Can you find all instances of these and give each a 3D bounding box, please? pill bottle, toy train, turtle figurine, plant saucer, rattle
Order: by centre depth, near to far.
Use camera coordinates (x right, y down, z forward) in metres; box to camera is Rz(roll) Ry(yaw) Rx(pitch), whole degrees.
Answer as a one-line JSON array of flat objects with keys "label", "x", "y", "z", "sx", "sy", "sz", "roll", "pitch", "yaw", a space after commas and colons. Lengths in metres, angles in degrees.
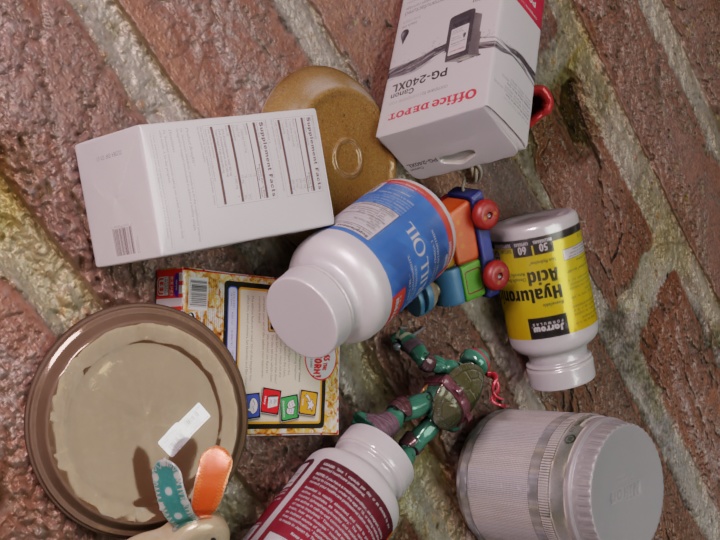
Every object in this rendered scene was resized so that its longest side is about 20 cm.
[{"label": "rattle", "x": -0.146, "y": 0.266, "z": 0.949, "sx": 0.129, "sy": 0.201, "sz": 0.144, "roll": 26, "pitch": 25, "yaw": -22}, {"label": "plant saucer", "x": -0.187, "y": 0.129, "z": 0.998, "sx": 0.197, "sy": 0.029, "sz": 0.204, "roll": 2, "pitch": 86, "yaw": -24}, {"label": "pill bottle", "x": 0.000, "y": 0.000, "z": 1.114, "sx": 0.200, "sy": 0.111, "sz": 0.114, "roll": -40, "pitch": 114, "yaw": -45}, {"label": "pill bottle", "x": -0.034, "y": 0.249, "z": 1.124, "sx": 0.200, "sy": 0.112, "sz": 0.114, "roll": -48, "pitch": 118, "yaw": -34}, {"label": "plant saucer", "x": -0.023, "y": -0.115, "z": 1.211, "sx": 0.198, "sy": 0.035, "sz": 0.204, "roll": 4, "pitch": 84, "yaw": -44}, {"label": "turtle figurine", "x": 0.079, "y": 0.132, "z": 1.256, "sx": 0.200, "sy": 0.100, "sz": 0.151, "roll": -41, "pitch": 115, "yaw": -31}, {"label": "toy train", "x": 0.086, "y": -0.055, "z": 1.278, "sx": 0.114, "sy": 0.084, "sz": 0.203, "roll": -22, "pitch": 109, "yaw": -29}, {"label": "pill bottle", "x": 0.224, "y": 0.035, "z": 1.386, "sx": 0.110, "sy": 0.110, "sz": 0.204, "roll": -21, "pitch": 101, "yaw": -42}]

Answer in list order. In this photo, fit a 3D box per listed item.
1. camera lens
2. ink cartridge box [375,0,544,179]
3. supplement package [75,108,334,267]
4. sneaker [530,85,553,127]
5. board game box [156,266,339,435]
[{"label": "camera lens", "x": 0.219, "y": 0.240, "z": 1.307, "sx": 0.158, "sy": 0.198, "sz": 0.163, "roll": 4, "pitch": 84, "yaw": -43}, {"label": "ink cartridge box", "x": 0.108, "y": -0.215, "z": 1.242, "sx": 0.083, "sy": 0.144, "sz": 0.203, "roll": 39, "pitch": 51, "yaw": -41}, {"label": "supplement package", "x": -0.136, "y": -0.076, "z": 1.045, "sx": 0.198, "sy": 0.113, "sz": 0.112, "roll": -13, "pitch": 94, "yaw": -43}, {"label": "sneaker", "x": 0.154, "y": -0.180, "z": 1.350, "sx": 0.199, "sy": 0.084, "sz": 0.078, "roll": -32, "pitch": 108, "yaw": -40}, {"label": "board game box", "x": -0.104, "y": 0.082, "z": 1.112, "sx": 0.198, "sy": 0.046, "sz": 0.155, "roll": 7, "pitch": 82, "yaw": -43}]
